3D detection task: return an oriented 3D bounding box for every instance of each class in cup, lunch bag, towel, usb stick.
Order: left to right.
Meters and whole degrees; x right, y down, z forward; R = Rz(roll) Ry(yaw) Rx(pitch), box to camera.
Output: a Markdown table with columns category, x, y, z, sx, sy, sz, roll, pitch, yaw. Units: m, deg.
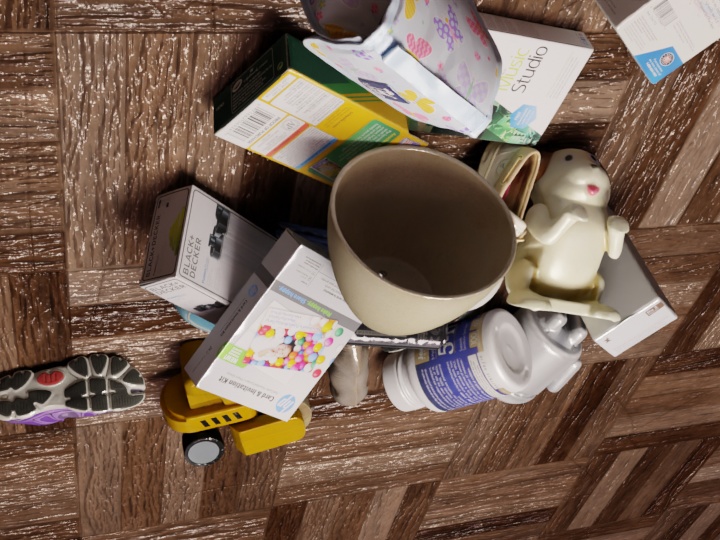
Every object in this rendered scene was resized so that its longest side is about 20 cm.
| category | x | y | z | sx | sy | sz | roll | pitch | yaw |
| --- | --- | --- | --- | --- | --- | --- | --- | --- | --- |
| towel | 0.000 | 0.000 | 1.208 | 0.200 | 0.146 | 0.024 | 36 | 73 | -44 |
| usb stick | 0.018 | 0.073 | 1.276 | 0.198 | 0.056 | 0.033 | 4 | 176 | -15 |
| lunch bag | 0.032 | -0.224 | 0.887 | 0.127 | 0.201 | 0.169 | -40 | 138 | 24 |
| cup | 0.049 | -0.011 | 1.037 | 0.198 | 0.201 | 0.144 | -3 | 144 | -20 |

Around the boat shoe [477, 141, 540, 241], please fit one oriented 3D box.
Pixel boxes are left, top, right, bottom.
| category | x | y | z | sx | sy | sz | roll | pitch | yaw |
| --- | --- | --- | --- | --- | --- | --- | --- | --- | --- |
| boat shoe | 0.164 | -0.060 | 1.149 | 0.069 | 0.202 | 0.074 | 8 | 169 | 38 |

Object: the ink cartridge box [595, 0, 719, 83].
| category | x | y | z | sx | sy | sz | roll | pitch | yaw |
| --- | --- | --- | --- | --- | --- | --- | --- | --- | --- |
| ink cartridge box | 0.364 | -0.308 | 1.037 | 0.199 | 0.068 | 0.116 | -35 | 140 | 19 |

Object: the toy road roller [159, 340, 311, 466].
| category | x | y | z | sx | sy | sz | roll | pitch | yaw |
| --- | --- | --- | --- | --- | --- | --- | --- | --- | --- |
| toy road roller | -0.175 | 0.166 | 1.330 | 0.198 | 0.123 | 0.147 | -13 | 130 | -8 |

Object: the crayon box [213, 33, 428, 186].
| category | x | y | z | sx | sy | sz | roll | pitch | yaw |
| --- | --- | --- | --- | --- | --- | --- | --- | --- | --- |
| crayon box | -0.041 | -0.159 | 1.033 | 0.199 | 0.052 | 0.125 | 21 | 140 | -39 |

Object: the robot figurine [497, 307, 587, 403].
| category | x | y | z | sx | sy | sz | roll | pitch | yaw |
| --- | --- | --- | --- | --- | --- | --- | --- | --- | --- |
| robot figurine | 0.253 | 0.124 | 1.465 | 0.169 | 0.113 | 0.200 | 34 | 122 | -14 |

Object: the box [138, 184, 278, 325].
| category | x | y | z | sx | sy | sz | roll | pitch | yaw |
| --- | --- | --- | --- | --- | --- | --- | --- | --- | --- |
| box | -0.156 | -0.001 | 1.130 | 0.060 | 0.118 | 0.200 | -12 | 149 | 35 |

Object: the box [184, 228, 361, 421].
| category | x | y | z | sx | sy | sz | roll | pitch | yaw |
| --- | --- | --- | --- | --- | --- | --- | --- | --- | --- |
| box | -0.085 | 0.068 | 1.119 | 0.200 | 0.041 | 0.156 | -52 | 135 | 8 |

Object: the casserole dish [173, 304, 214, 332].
| category | x | y | z | sx | sy | sz | roll | pitch | yaw |
| --- | --- | --- | --- | --- | --- | --- | --- | --- | --- |
| casserole dish | -0.153 | 0.048 | 1.262 | 0.121 | 0.039 | 0.199 | -39 | 137 | 21 |

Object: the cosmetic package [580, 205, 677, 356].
| category | x | y | z | sx | sy | sz | roll | pitch | yaw |
| --- | --- | --- | --- | --- | --- | --- | --- | --- | --- |
| cosmetic package | 0.321 | 0.002 | 1.279 | 0.101 | 0.201 | 0.074 | -35 | 139 | 20 |

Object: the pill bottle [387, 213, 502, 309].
| category | x | y | z | sx | sy | sz | roll | pitch | yaw |
| --- | --- | --- | --- | --- | --- | --- | --- | --- | --- |
| pill bottle | 0.090 | -0.036 | 1.206 | 0.112 | 0.113 | 0.200 | -34 | 140 | 18 |

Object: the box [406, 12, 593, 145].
| category | x | y | z | sx | sy | sz | roll | pitch | yaw |
| --- | --- | --- | --- | --- | --- | --- | --- | --- | --- |
| box | 0.142 | -0.212 | 1.081 | 0.198 | 0.037 | 0.145 | 4 | 136 | -24 |

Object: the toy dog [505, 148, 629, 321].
| category | x | y | z | sx | sy | sz | roll | pitch | yaw |
| --- | --- | --- | --- | --- | --- | --- | --- | --- | --- |
| toy dog | 0.257 | -0.050 | 1.210 | 0.138 | 0.194 | 0.202 | 10 | 94 | -8 |

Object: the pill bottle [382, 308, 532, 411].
| category | x | y | z | sx | sy | sz | roll | pitch | yaw |
| --- | --- | --- | --- | --- | --- | --- | --- | --- | --- |
| pill bottle | 0.135 | 0.138 | 1.403 | 0.199 | 0.121 | 0.119 | -22 | 146 | 33 |

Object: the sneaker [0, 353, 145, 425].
| category | x | y | z | sx | sy | sz | roll | pitch | yaw |
| --- | --- | --- | --- | --- | --- | --- | --- | --- | --- |
| sneaker | -0.386 | 0.164 | 1.288 | 0.198 | 0.081 | 0.084 | -4 | 156 | -8 |

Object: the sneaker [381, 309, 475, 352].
| category | x | y | z | sx | sy | sz | roll | pitch | yaw |
| --- | --- | --- | --- | --- | --- | --- | --- | --- | --- |
| sneaker | 0.116 | 0.059 | 1.365 | 0.200 | 0.076 | 0.087 | -38 | 144 | 21 |

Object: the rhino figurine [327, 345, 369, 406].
| category | x | y | z | sx | sy | sz | roll | pitch | yaw |
| --- | --- | --- | --- | --- | --- | --- | --- | --- | --- |
| rhino figurine | -0.018 | 0.114 | 1.357 | 0.059 | 0.088 | 0.201 | -11 | 139 | -12 |
